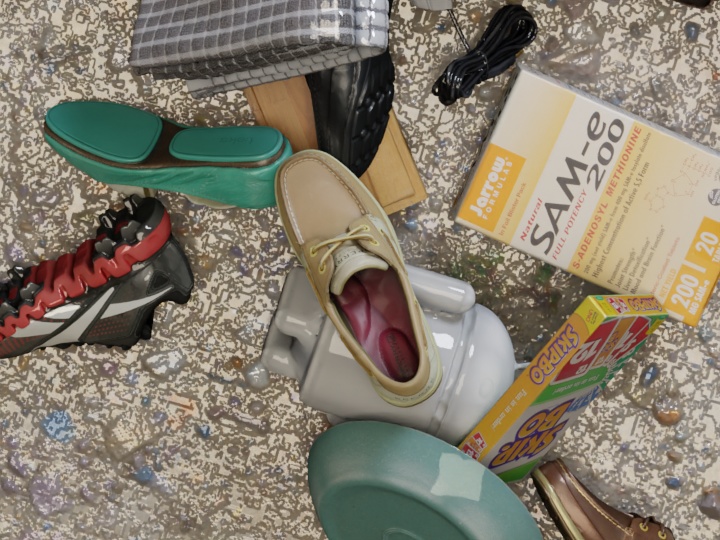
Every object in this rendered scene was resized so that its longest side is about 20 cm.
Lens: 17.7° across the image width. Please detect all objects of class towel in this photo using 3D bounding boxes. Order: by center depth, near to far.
[{"bbox_3d":[-0.076,-0.216,1.590,0.199,0.085,0.167,-8,84,39],"label":"towel"}]

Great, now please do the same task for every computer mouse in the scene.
[{"bbox_3d":[0.055,-0.229,1.687,0.109,0.044,0.201,-33,97,-34],"label":"computer mouse"}]

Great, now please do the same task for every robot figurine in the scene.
[{"bbox_3d":[0.029,0.064,1.719,0.199,0.113,0.170,19,133,-3],"label":"robot figurine"}]

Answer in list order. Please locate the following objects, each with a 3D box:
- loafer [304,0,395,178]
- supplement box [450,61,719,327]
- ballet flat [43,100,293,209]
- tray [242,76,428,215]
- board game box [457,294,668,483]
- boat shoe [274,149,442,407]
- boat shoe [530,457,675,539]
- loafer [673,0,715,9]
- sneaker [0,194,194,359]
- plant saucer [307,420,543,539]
[{"bbox_3d":[-0.016,-0.159,1.663,0.070,0.068,0.202,16,122,24],"label":"loafer"},{"bbox_3d":[0.182,-0.057,1.719,0.199,0.074,0.127,23,99,-3],"label":"supplement box"},{"bbox_3d":[-0.143,-0.077,1.716,0.199,0.067,0.071,8,132,17],"label":"ballet flat"},{"bbox_3d":[-0.032,-0.129,1.728,0.098,0.037,0.201,-22,98,3],"label":"tray"},{"bbox_3d":[0.136,0.095,1.692,0.200,0.095,0.030,-49,64,26],"label":"board game box"},{"bbox_3d":[0.000,0.000,1.630,0.074,0.066,0.201,-30,82,-1],"label":"boat shoe"},{"bbox_3d":[0.207,0.214,1.768,0.068,0.072,0.200,-40,103,0],"label":"boat shoe"},{"bbox_3d":[0.175,-0.231,1.685,0.199,0.073,0.071,22,67,6],"label":"loafer"},{"bbox_3d":[-0.209,0.028,1.733,0.200,0.071,0.098,-29,117,17],"label":"sneaker"},{"bbox_3d":[0.041,0.194,1.712,0.200,0.200,0.036,39,54,-6],"label":"plant saucer"}]
